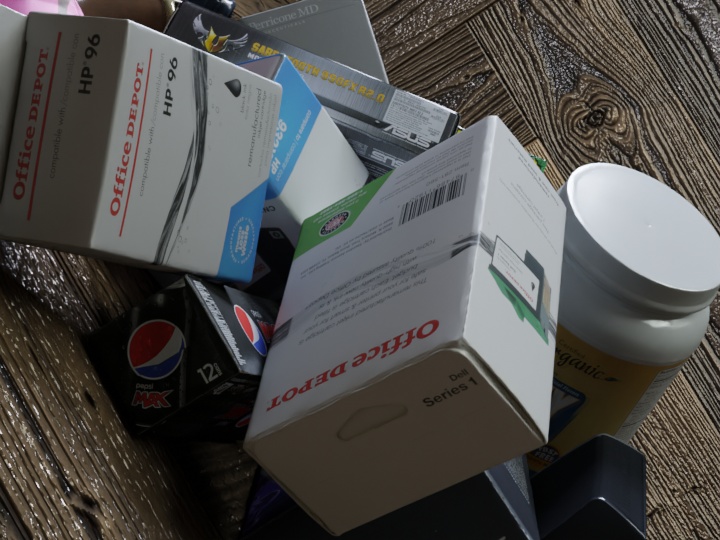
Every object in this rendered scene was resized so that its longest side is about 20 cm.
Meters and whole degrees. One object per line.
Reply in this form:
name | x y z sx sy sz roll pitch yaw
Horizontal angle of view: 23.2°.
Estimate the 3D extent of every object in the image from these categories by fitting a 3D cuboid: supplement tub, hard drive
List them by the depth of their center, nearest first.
hard drive | 0.089 0.184 1.078 0.042 0.200 0.135 47 18 -7
supplement tub | 0.148 0.043 1.198 0.143 0.201 0.145 19 36 -14

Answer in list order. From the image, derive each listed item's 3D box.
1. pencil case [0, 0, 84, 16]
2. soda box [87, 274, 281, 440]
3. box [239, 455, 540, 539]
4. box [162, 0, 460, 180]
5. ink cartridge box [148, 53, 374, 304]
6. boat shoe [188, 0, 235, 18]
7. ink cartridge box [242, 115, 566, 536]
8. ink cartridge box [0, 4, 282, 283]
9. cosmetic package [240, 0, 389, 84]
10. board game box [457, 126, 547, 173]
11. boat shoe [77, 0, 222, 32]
pencil case | -0.204 -0.158 0.994 0.201 0.093 0.091 60 -11 10
soda box | -0.082 0.054 1.017 0.064 0.070 0.200 61 8 12
box | 0.021 0.136 1.072 0.105 0.147 0.200 56 7 -8
box | -0.047 -0.077 1.174 0.198 0.049 0.159 22 -36 2
ink cartridge box | -0.065 -0.028 1.131 0.201 0.144 0.084 53 44 -34
boat shoe | -0.136 -0.176 1.437 0.068 0.085 0.200 33 -12 6
ink cartridge box | 0.029 0.028 0.957 0.084 0.145 0.201 48 32 -26
ink cartridge box | -0.123 -0.063 0.911 0.199 0.067 0.118 13 85 -63
cosmetic package | -0.021 -0.113 1.388 0.090 0.106 0.202 78 -6 -70
board game box | 0.021 -0.073 1.203 0.198 0.024 0.105 22 -36 3
boat shoe | -0.154 -0.165 1.182 0.201 0.074 0.076 4 70 -53
